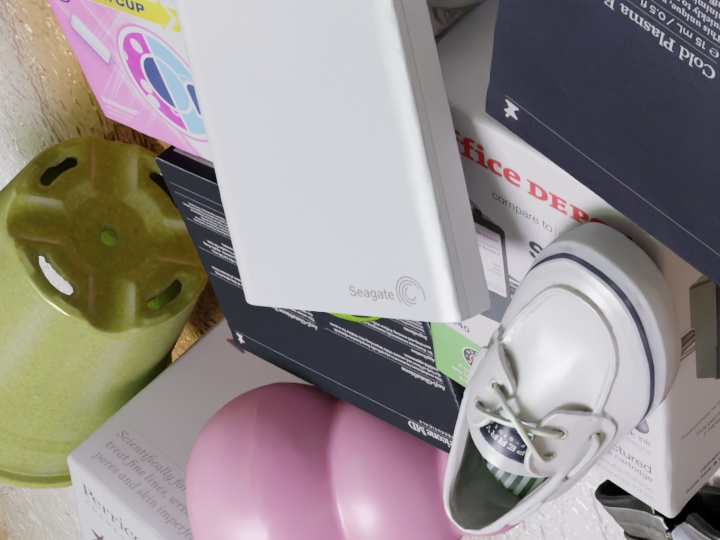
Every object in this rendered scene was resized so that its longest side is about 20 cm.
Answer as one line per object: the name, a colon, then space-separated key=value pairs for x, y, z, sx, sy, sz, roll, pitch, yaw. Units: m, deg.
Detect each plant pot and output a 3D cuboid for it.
plant pot: x=-0.183 y=0.013 z=1.357 sx=0.200 sy=0.200 sz=0.184 roll=48 pitch=144 yaw=2

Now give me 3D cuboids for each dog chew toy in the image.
dog chew toy: x=0.007 y=0.117 z=1.191 sx=0.199 sy=0.125 sz=0.125 roll=-10 pitch=130 yaw=13

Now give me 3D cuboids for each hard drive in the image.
hard drive: x=-0.020 y=-0.079 z=0.888 sx=0.132 sy=0.027 sz=0.201 roll=4 pitch=114 yaw=45

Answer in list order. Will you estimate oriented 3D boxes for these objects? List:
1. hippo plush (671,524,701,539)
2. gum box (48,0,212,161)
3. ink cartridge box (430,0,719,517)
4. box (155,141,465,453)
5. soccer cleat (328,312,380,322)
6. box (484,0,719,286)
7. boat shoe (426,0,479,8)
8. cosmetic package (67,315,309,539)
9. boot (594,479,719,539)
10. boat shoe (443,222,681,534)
hippo plush: x=0.235 y=0.204 z=0.930 sx=0.200 sy=0.160 sz=0.161 roll=-20 pitch=122 yaw=45
gum box: x=-0.072 y=-0.116 z=1.093 sx=0.200 sy=0.066 sz=0.114 roll=24 pitch=147 yaw=43
ink cartridge box: x=0.101 y=-0.010 z=0.934 sx=0.145 sy=0.084 sz=0.200 roll=32 pitch=150 yaw=32
box: x=0.000 y=0.000 z=1.130 sx=0.200 sy=0.079 sz=0.142 roll=24 pitch=143 yaw=42
soccer cleat: x=-0.002 y=-0.075 z=0.963 sx=0.081 sy=0.067 sz=0.201 roll=-143 pitch=48 yaw=-75
box: x=0.151 y=-0.084 z=0.720 sx=0.200 sy=0.104 sz=0.182 roll=39 pitch=153 yaw=21
boat shoe: x=-0.012 y=-0.180 z=0.913 sx=0.201 sy=0.070 sz=0.072 roll=47 pitch=168 yaw=14
cosmetic package: x=-0.067 y=0.162 z=1.372 sx=0.165 sy=0.165 sz=0.200 roll=37 pitch=153 yaw=23
boot: x=0.154 y=0.158 z=1.133 sx=0.200 sy=0.068 sz=0.131 roll=0 pitch=123 yaw=50
boat shoe: x=0.078 y=0.058 z=0.888 sx=0.073 sy=0.067 sz=0.200 roll=39 pitch=153 yaw=18
